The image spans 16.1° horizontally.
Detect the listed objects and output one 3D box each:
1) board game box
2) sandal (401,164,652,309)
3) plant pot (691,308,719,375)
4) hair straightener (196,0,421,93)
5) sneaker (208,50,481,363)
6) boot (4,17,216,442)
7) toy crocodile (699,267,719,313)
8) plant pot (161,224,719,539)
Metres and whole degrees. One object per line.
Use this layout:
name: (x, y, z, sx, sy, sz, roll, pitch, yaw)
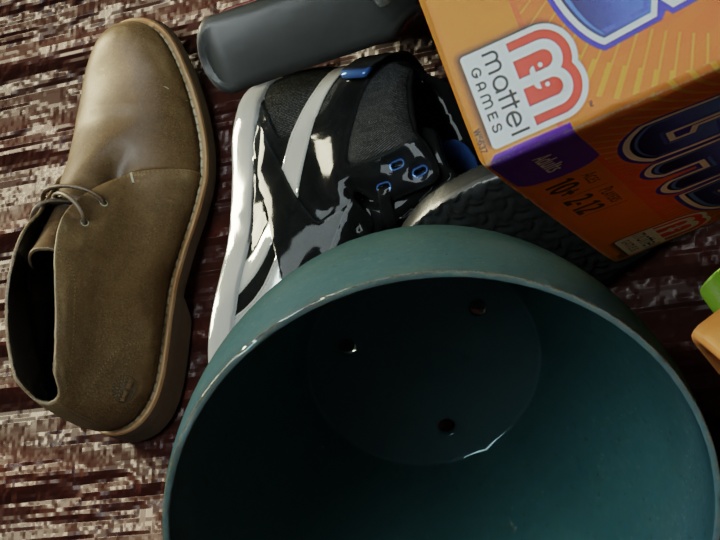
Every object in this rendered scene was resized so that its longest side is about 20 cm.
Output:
board game box: (0.118, -0.143, 0.820, 0.200, 0.200, 0.200, -23, 77, 13)
sandal: (0.103, -0.047, 1.003, 0.200, 0.075, 0.048, -30, 35, 20)
plant pot: (0.222, 0.050, 0.803, 0.140, 0.200, 0.200, -41, 54, 3)
hair straightener: (0.026, -0.111, 1.052, 0.200, 0.077, 0.041, -11, 100, 14)
sneaker: (0.000, 0.000, 1.058, 0.112, 0.073, 0.200, -16, 67, 36)
boot: (-0.117, -0.027, 1.160, 0.074, 0.075, 0.200, -11, 70, 38)
toy crocodile: (0.200, -0.046, 0.924, 0.068, 0.062, 0.200, 42, 103, 19)
plant pot: (0.027, 0.062, 0.965, 0.200, 0.200, 0.135, -48, 18, 18)
